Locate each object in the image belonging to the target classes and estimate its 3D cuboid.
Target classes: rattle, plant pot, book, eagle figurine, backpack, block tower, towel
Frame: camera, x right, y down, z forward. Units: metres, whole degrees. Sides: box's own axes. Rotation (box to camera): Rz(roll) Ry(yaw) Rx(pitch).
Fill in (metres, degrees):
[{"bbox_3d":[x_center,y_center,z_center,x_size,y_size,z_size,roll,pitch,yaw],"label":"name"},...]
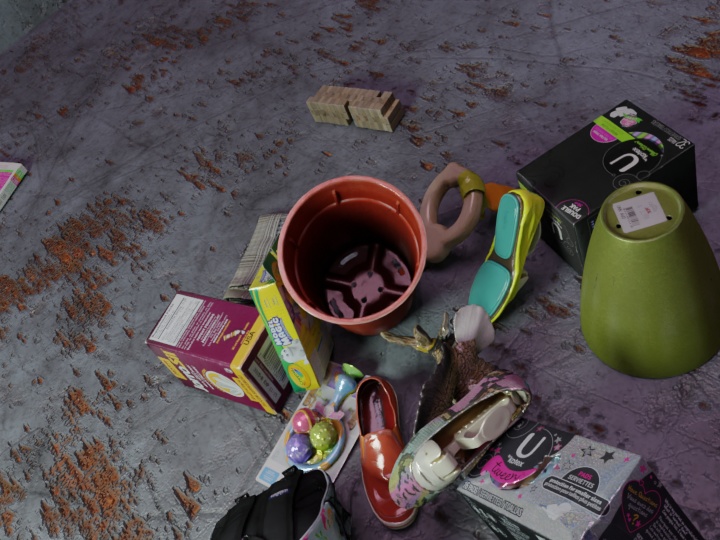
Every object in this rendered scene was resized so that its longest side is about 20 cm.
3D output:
[{"bbox_3d":[0.151,-0.058,1.182,0.130,0.142,0.203,35,108,37],"label":"rattle"},{"bbox_3d":[0.350,-0.003,0.908,0.184,0.201,0.189,-14,47,15],"label":"plant pot"},{"bbox_3d":[0.000,0.000,1.056,0.197,0.196,0.205,-2,72,7],"label":"plant pot"},{"bbox_3d":[-0.913,-0.177,1.809,0.131,0.048,0.202,2,54,25],"label":"book"},{"bbox_3d":[0.120,0.158,0.944,0.149,0.153,0.201,-16,35,-1],"label":"eagle figurine"},{"bbox_3d":[-0.091,0.334,0.842,0.175,0.152,0.200,-27,1,2],"label":"backpack"},{"bbox_3d":[-0.012,-0.322,1.471,0.197,0.054,0.058,14,58,35],"label":"block tower"},{"bbox_3d":[-0.131,-0.027,1.289,0.189,0.035,0.202,0,53,26],"label":"towel"}]

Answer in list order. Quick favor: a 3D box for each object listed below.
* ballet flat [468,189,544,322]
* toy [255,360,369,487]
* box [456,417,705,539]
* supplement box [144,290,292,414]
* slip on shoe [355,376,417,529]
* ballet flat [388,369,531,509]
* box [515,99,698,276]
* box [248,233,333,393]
[{"bbox_3d":[0.208,-0.014,1.030,0.066,0.203,0.067,-4,28,-33],"label":"ballet flat"},{"bbox_3d":[-0.061,0.215,1.034,0.114,0.047,0.201,15,59,36],"label":"toy"},{"bbox_3d":[0.216,0.245,0.756,0.115,0.133,0.199,-45,17,-18],"label":"box"},{"bbox_3d":[-0.204,0.122,1.129,0.197,0.132,0.104,9,56,33],"label":"supplement box"},{"bbox_3d":[0.028,0.229,0.959,0.073,0.061,0.203,-16,58,10],"label":"slip on shoe"},{"bbox_3d":[0.110,0.187,0.818,0.200,0.069,0.071,-42,6,-5],"label":"ballet flat"},{"bbox_3d":[0.349,-0.115,1.059,0.198,0.125,0.149,-33,43,-2],"label":"box"},{"bbox_3d":[-0.100,0.058,1.063,0.048,0.203,0.118,-12,24,15],"label":"box"}]
